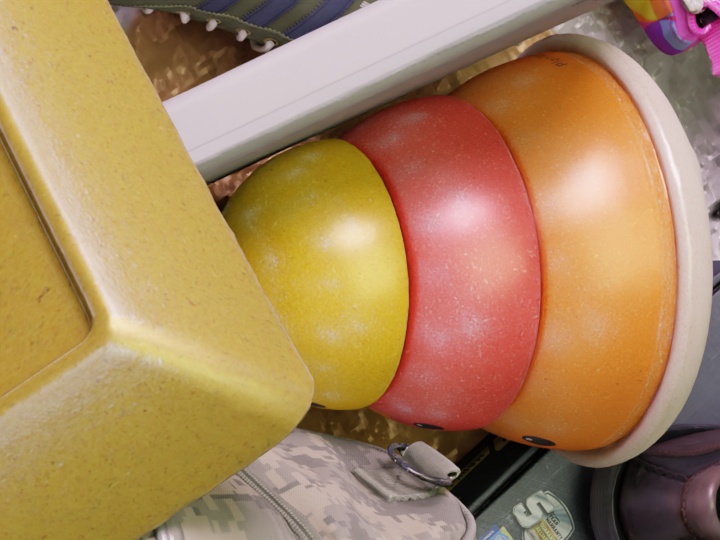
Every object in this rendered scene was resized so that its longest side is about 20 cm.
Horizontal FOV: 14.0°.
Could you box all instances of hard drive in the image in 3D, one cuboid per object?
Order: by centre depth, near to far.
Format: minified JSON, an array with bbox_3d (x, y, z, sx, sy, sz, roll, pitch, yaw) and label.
[{"bbox_3d":[-0.010,-0.059,0.918,0.200,0.132,0.027,-25,91,7],"label":"hard drive"}]

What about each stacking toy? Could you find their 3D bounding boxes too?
[{"bbox_3d":[0.000,0.000,0.953,0.200,0.146,0.146,-5,91,-25],"label":"stacking toy"}]

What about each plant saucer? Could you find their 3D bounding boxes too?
[{"bbox_3d":[-0.141,0.010,0.837,0.200,0.200,0.048,-34,149,8],"label":"plant saucer"}]

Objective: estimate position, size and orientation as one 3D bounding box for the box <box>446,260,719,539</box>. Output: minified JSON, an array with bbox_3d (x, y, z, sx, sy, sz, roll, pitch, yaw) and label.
[{"bbox_3d":[0.128,0.120,1.076,0.158,0.051,0.200,-41,106,-23],"label":"box"}]

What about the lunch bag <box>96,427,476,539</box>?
[{"bbox_3d":[-0.062,0.139,0.913,0.168,0.139,0.200,11,107,-41],"label":"lunch bag"}]

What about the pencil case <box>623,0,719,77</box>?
[{"bbox_3d":[0.080,-0.165,1.039,0.200,0.088,0.088,45,71,-16],"label":"pencil case"}]

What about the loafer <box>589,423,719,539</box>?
[{"bbox_3d":[0.178,0.076,1.040,0.200,0.063,0.072,-7,90,-29],"label":"loafer"}]

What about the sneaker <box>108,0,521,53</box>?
[{"bbox_3d":[-0.027,-0.096,0.992,0.200,0.067,0.090,-11,128,-9],"label":"sneaker"}]
